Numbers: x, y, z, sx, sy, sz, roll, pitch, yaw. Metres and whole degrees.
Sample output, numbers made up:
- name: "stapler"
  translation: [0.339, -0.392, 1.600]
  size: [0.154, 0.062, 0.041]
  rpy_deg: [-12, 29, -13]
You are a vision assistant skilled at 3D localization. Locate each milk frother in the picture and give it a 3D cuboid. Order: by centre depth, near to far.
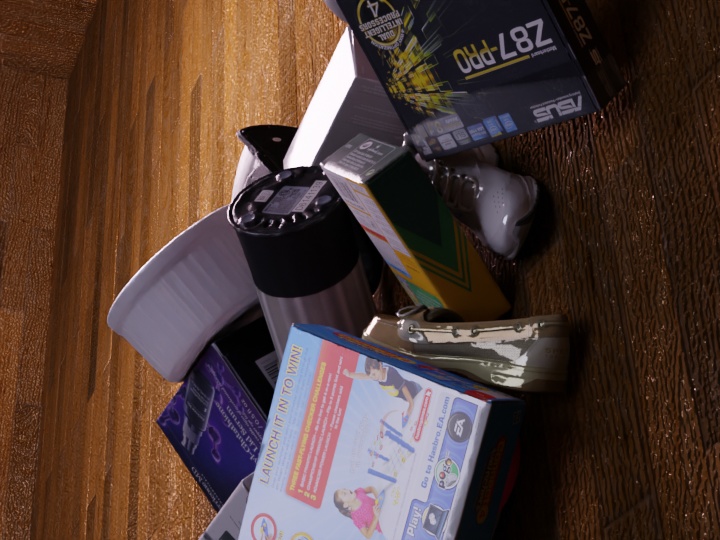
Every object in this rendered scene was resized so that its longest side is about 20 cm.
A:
- name: "milk frother"
  translation: [0.000, 0.000, 1.405]
  size: [0.199, 0.180, 0.189]
  rpy_deg: [20, 138, 42]

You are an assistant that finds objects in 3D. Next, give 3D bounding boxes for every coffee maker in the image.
- name: "coffee maker"
  translation: [-0.099, -0.037, 1.665]
  size: [0.193, 0.134, 0.201]
  rpy_deg: [-110, 36, -53]

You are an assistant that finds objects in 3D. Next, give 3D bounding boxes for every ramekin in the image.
- name: "ramekin"
  translation: [-0.163, 0.028, 1.544]
  size: [0.098, 0.200, 0.201]
  rpy_deg: [48, 141, 9]

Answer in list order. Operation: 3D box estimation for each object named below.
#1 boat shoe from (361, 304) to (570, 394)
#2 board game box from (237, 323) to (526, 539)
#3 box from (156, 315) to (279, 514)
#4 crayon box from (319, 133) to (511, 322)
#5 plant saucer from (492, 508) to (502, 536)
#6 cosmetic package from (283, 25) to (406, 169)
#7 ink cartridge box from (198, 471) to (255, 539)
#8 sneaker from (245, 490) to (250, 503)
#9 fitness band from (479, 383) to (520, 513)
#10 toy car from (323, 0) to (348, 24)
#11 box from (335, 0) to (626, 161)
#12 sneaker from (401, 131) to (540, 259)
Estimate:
- name: "boat shoe"
  translation: [0.083, 0.052, 1.156]
  size: [0.200, 0.073, 0.064]
  rpy_deg: [11, 94, 48]
- name: "board game box"
  translation: [0.011, 0.165, 1.125]
  size: [0.195, 0.056, 0.202]
  rpy_deg: [20, 98, 35]
- name: "box"
  translation: [-0.114, 0.158, 1.555]
  size: [0.148, 0.104, 0.200]
  rpy_deg: [53, 141, 12]
- name: "crayon box"
  translation: [0.054, -0.019, 1.249]
  size: [0.051, 0.201, 0.126]
  rpy_deg: [-37, 20, -8]
- name: "plant saucer"
  translation: [0.043, 0.191, 1.223]
  size: [0.199, 0.050, 0.202]
  rpy_deg: [-17, 59, 30]
- name: "cosmetic package"
  translation: [0.001, -0.143, 1.494]
  size: [0.200, 0.106, 0.091]
  rpy_deg: [124, 149, -43]
- name: "ink cartridge box"
  translation: [-0.074, 0.245, 1.427]
  size: [0.084, 0.146, 0.200]
  rpy_deg: [49, 141, 12]
- name: "sneaker"
  translation: [-0.013, 0.178, 1.332]
  size: [0.200, 0.091, 0.076]
  rpy_deg: [-40, -3, -28]
- name: "fitness band"
  translation: [0.038, 0.152, 1.192]
  size: [0.199, 0.037, 0.145]
  rpy_deg: [0, 66, 35]
- name: "toy car"
  translation: [0.071, -0.270, 1.272]
  size: [0.175, 0.200, 0.150]
  rpy_deg: [-45, 10, 20]
- name: "box"
  translation: [0.090, -0.183, 1.144]
  size: [0.199, 0.162, 0.049]
  rpy_deg: [-11, 26, 48]
- name: "sneaker"
  translation: [0.089, -0.067, 1.246]
  size: [0.075, 0.087, 0.200]
  rpy_deg: [-70, 23, 14]
